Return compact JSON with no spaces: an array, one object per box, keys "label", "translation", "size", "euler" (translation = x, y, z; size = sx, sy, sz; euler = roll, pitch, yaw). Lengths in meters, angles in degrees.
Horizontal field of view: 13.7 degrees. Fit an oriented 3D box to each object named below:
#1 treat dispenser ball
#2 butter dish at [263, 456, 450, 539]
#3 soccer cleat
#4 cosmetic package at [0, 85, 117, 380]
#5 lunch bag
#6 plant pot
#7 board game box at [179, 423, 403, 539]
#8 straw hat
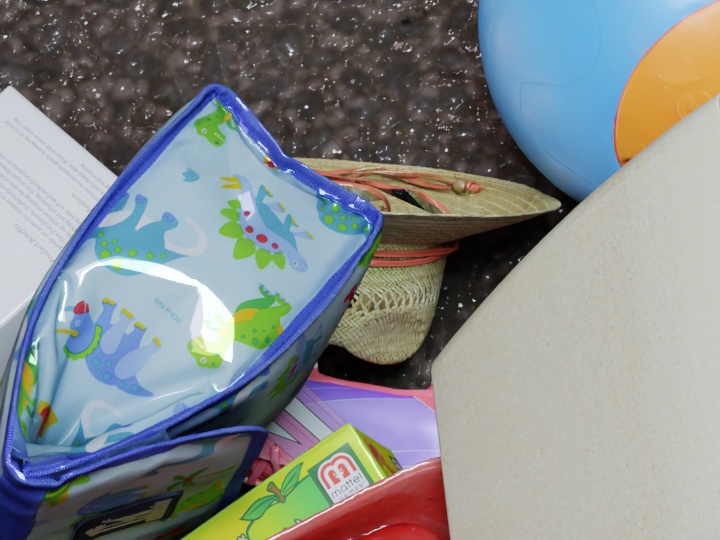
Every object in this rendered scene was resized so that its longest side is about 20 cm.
[{"label":"treat dispenser ball","translation":[0.156,-0.119,1.415],"size":[0.200,0.201,0.201],"euler":[-4,60,7]},{"label":"butter dish","translation":[0.006,0.214,1.238],"size":[0.199,0.200,0.148],"euler":[-26,32,-6]},{"label":"soccer cleat","translation":[-0.017,0.085,1.410],"size":[0.199,0.067,0.077],"euler":[4,66,8]},{"label":"cosmetic package","translation":[-0.203,0.020,1.462],"size":[0.200,0.085,0.108],"euler":[-42,63,-14]},{"label":"lunch bag","translation":[-0.095,0.048,1.284],"size":[0.127,0.170,0.200],"euler":[39,63,6]},{"label":"plant pot","translation":[0.141,0.081,1.219],"size":[0.177,0.200,0.200],"euler":[-26,53,29]},{"label":"board game box","translation":[-0.065,0.148,1.330],"size":[0.200,0.102,0.048],"euler":[-35,76,3]},{"label":"straw hat","translation":[0.000,0.000,1.423],"size":[0.201,0.201,0.085],"euler":[7,99,13]}]
